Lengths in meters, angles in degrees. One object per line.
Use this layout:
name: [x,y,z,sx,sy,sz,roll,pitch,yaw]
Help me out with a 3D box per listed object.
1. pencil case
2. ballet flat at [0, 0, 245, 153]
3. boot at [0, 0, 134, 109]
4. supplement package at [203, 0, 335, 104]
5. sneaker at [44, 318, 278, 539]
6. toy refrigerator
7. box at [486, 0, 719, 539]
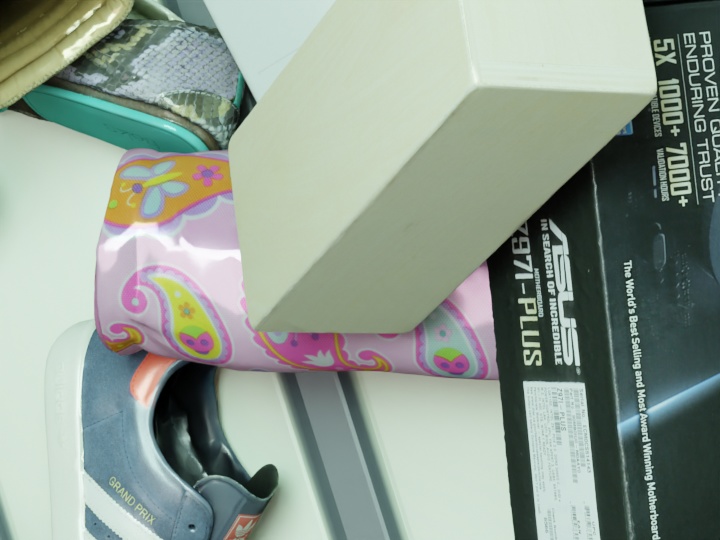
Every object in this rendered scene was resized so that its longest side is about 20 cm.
pencil case: [0.000,0.000,1.056,0.200,0.087,0.088,4,95,8]
ballet flat: [-0.136,-0.092,1.126,0.200,0.072,0.072,13,98,17]
boot: [-0.202,-0.113,1.060,0.155,0.200,0.073,48,146,39]
supplement package: [-0.015,-0.167,1.045,0.117,0.117,0.200,-30,84,17]
sneaker: [-0.073,0.116,1.106,0.084,0.075,0.200,-5,92,23]
toy refrigerator: [0.024,-0.049,0.919,0.070,0.200,0.076,1,67,-22]
box: [0.134,0.000,0.978,0.164,0.086,0.200,-6,92,-25]
